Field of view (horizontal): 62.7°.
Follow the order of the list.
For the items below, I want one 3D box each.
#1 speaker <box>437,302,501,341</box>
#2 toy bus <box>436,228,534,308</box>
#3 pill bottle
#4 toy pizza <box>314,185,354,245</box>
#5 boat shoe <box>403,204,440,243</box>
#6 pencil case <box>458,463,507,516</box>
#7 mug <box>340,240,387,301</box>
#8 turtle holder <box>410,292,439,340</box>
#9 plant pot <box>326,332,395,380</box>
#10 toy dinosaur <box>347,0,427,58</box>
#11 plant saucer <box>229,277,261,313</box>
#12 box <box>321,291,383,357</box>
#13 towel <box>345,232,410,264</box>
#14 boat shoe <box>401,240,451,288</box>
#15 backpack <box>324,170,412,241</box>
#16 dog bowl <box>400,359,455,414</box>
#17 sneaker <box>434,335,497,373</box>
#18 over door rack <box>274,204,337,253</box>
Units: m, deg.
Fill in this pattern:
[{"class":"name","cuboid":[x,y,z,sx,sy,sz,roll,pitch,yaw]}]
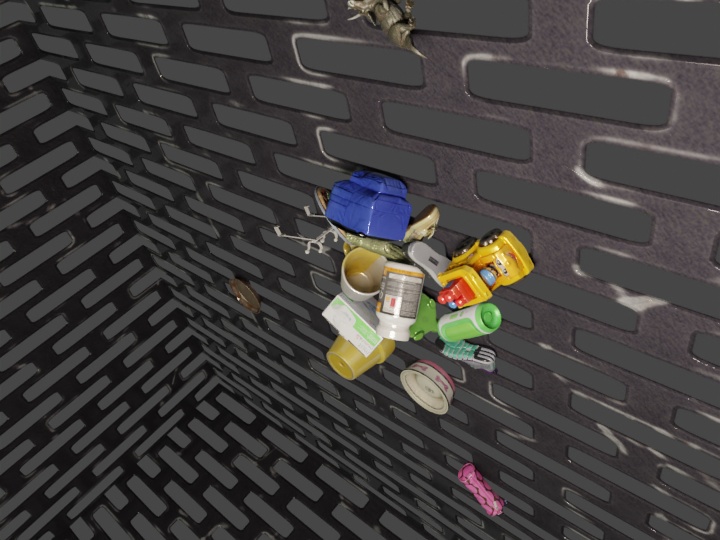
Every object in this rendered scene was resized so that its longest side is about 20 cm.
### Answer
[{"class":"speaker","cuboid":[0.294,0.143,1.615,0.089,0.088,0.200,51,150,-6]},{"class":"toy bus","cuboid":[0.273,0.014,1.383,0.136,0.192,0.199,53,148,-9]},{"class":"pill bottle","cuboid":[0.104,0.082,1.598,0.116,0.116,0.202,12,92,45]},{"class":"toy pizza","cuboid":[-0.061,-0.160,1.670,0.201,0.032,0.201,52,-166,-19]},{"class":"boat shoe","cuboid":[0.162,-0.110,1.508,0.063,0.073,0.200,42,162,-3]},{"class":"pencil case","cuboid":[0.454,0.823,2.216,0.200,0.091,0.094,48,-174,-6]},{"class":"mug","cuboid":[0.007,0.007,1.811,0.148,0.189,0.153,13,159,-7]},{"class":"turtle holder","cuboid":[0.158,0.120,1.737,0.132,0.183,0.143,-153,62,-75]},{"class":"plant pot","cuboid":[-0.010,0.271,2.059,0.200,0.189,0.202,32,146,24]},{"class":"toy dinosaur","cuboid":[0.070,-0.497,1.177,0.200,0.077,0.102,42,162,0]},{"class":"plant saucer","cuboid":[-0.516,0.107,2.683,0.199,0.032,0.201,33,148,24]},{"class":"box","cuboid":[0.000,0.155,1.900,0.200,0.176,0.097,44,113,7]},{"class":"towel","cuboid":[0.055,-0.063,1.630,0.147,0.037,0.199,19,180,30]},{"class":"boat shoe","cuboid":[0.187,-0.017,1.548,0.200,0.069,0.056,39,167,-31]},{"class":"backpack","cuboid":[0.018,-0.169,1.521,0.162,0.170,0.199,13,-175,-44]},{"class":"dog bowl","cuboid":[0.234,0.386,1.994,0.199,0.074,0.201,32,146,25]},{"class":"sneaker","cuboid":[0.309,0.254,1.743,0.199,0.074,0.088,17,144,41]},{"class":"over door rack","cuboid":[-0.140,-0.121,1.806,0.199,0.147,0.067,21,136,37]}]
